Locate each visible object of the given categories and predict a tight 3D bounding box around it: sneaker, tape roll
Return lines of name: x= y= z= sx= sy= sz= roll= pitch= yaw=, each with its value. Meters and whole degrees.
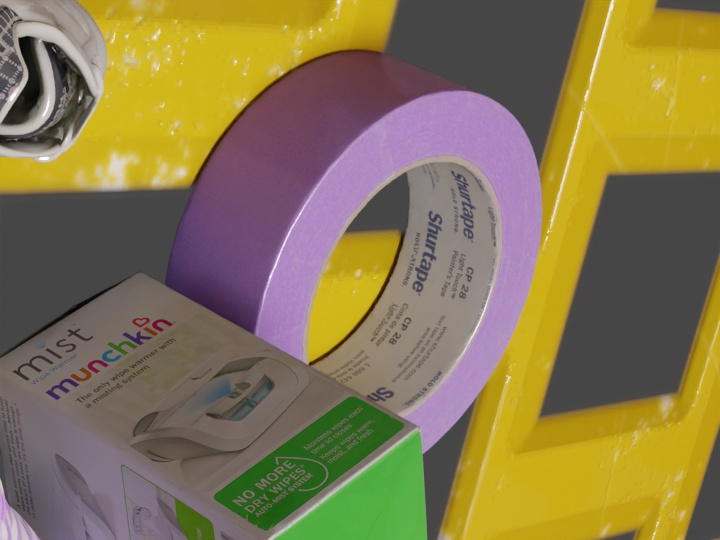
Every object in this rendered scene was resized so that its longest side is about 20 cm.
sneaker: x=-0.126 y=-0.069 z=0.732 sx=0.077 sy=0.080 sz=0.200 roll=-62 pitch=170 yaw=7
tape roll: x=0.000 y=0.000 z=0.982 sx=0.199 sy=0.065 sz=0.202 roll=-28 pitch=130 yaw=-38

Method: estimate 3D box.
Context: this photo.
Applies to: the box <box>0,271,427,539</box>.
box: x=-0.064 y=0.133 z=0.892 sx=0.096 sy=0.176 sz=0.201 roll=-33 pitch=133 yaw=-34

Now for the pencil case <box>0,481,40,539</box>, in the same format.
pencil case: x=-0.158 y=0.118 z=0.792 sx=0.200 sy=0.085 sz=0.085 roll=89 pitch=23 yaw=-71
